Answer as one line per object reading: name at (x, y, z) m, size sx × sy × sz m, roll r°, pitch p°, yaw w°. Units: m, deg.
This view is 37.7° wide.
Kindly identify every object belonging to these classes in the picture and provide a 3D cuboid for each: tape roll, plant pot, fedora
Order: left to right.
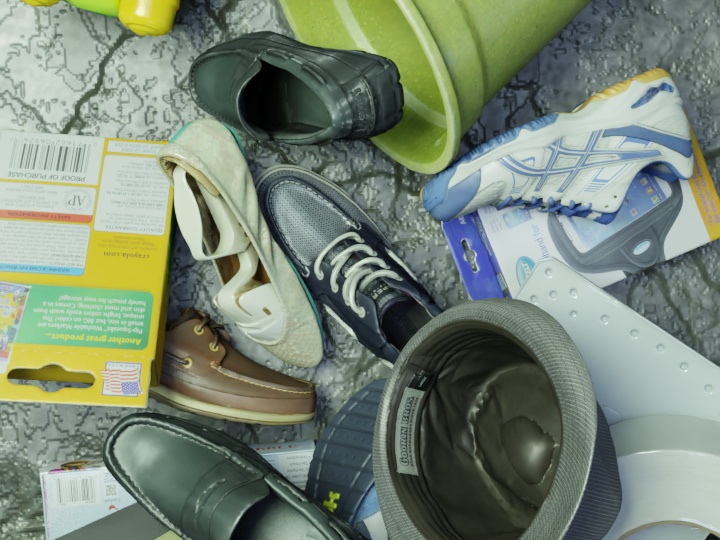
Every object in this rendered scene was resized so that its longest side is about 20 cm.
plant pot at (0.066, -0.201, 0.720) m, size 0.184 × 0.200 × 0.201 m, roll -37°, pitch 94°, yaw -15°
fedora at (0.093, 0.112, 0.646) m, size 0.090 × 0.200 × 0.178 m, roll 20°, pitch 100°, yaw -34°
tape roll at (0.208, 0.200, 0.694) m, size 0.201 × 0.071 × 0.204 m, roll 3°, pitch 101°, yaw 15°

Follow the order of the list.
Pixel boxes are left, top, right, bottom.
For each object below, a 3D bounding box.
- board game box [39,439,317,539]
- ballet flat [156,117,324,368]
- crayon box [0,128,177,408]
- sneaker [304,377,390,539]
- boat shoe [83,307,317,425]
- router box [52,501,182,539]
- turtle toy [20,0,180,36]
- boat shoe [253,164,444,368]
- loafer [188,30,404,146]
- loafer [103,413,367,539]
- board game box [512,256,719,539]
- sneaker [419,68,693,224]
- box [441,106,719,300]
board game box at (-0.124, 0.234, 0.774) m, size 0.199 × 0.041 × 0.201 m, roll -3°, pitch 92°, yaw -5°
ballet flat at (-0.089, -0.007, 0.741) m, size 0.062 × 0.067 × 0.201 m, roll -40°, pitch 114°, yaw -44°
crayon box at (-0.193, 0.004, 0.715) m, size 0.125 × 0.052 × 0.201 m, roll 4°, pitch 62°, yaw -5°
sneaker at (0.006, 0.175, 0.748) m, size 0.082 × 0.074 × 0.201 m, roll 24°, pitch 81°, yaw -39°
boat shoe at (-0.124, 0.061, 0.755) m, size 0.199 × 0.072 × 0.068 m, roll 16°, pitch 92°, yaw -2°
router box at (-0.147, 0.239, 0.673) m, size 0.199 × 0.052 × 0.158 m, roll -23°, pitch 68°, yaw -19°
turtle toy at (-0.189, -0.241, 0.727) m, size 0.199 × 0.101 × 0.147 m, roll 14°, pitch 88°, yaw -4°
boat shoe at (0.000, 0.000, 0.752) m, size 0.200 × 0.093 × 0.075 m, roll 44°, pitch 85°, yaw -5°
loafer at (-0.059, -0.120, 0.702) m, size 0.070 × 0.200 × 0.068 m, roll -26°, pitch 118°, yaw -37°
loafer at (-0.073, 0.147, 0.648) m, size 0.200 × 0.070 × 0.068 m, roll 29°, pitch 81°, yaw 10°
board game box at (0.158, 0.122, 0.742) m, size 0.199 × 0.026 × 0.201 m, roll 34°, pitch 107°, yaw 6°
sneaker at (0.142, -0.066, 0.735) m, size 0.199 × 0.075 × 0.089 m, roll -23°, pitch 92°, yaw -3°
box at (0.164, -0.045, 0.793) m, size 0.199 × 0.041 × 0.120 m, roll -23°, pitch 93°, yaw -6°
